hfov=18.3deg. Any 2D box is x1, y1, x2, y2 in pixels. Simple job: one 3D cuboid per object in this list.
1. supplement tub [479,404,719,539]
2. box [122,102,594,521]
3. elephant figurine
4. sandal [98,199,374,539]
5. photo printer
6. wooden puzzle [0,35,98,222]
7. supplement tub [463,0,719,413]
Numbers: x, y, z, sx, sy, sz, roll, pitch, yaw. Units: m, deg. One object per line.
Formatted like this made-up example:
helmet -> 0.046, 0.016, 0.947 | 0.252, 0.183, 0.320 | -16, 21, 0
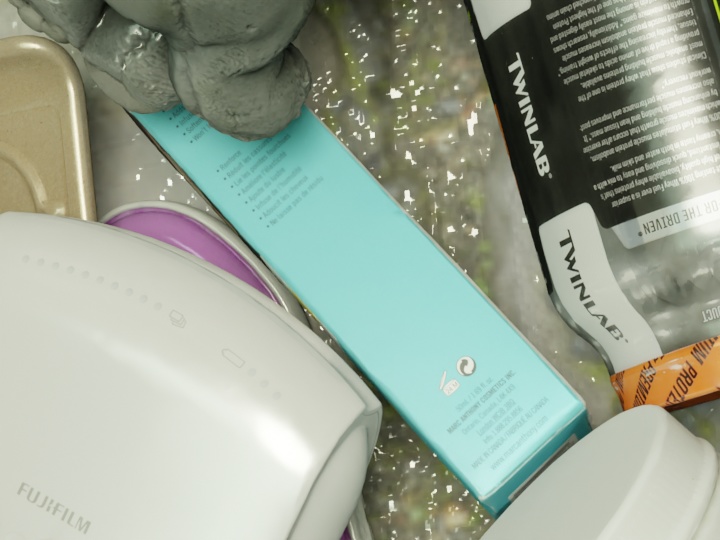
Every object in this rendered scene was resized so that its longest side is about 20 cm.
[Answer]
supplement tub -> 0.123, 0.154, 0.704 | 0.200, 0.132, 0.132 | 42, 102, -5
box -> 0.000, 0.000, 0.798 | 0.049, 0.082, 0.200 | -42, 72, -2
elephant figurine -> -0.028, -0.156, 0.736 | 0.155, 0.142, 0.200 | 21, 63, 40
sandal -> -0.047, 0.061, 0.839 | 0.082, 0.050, 0.203 | -32, 79, 16
photo printer -> -0.094, 0.089, 0.773 | 0.166, 0.069, 0.201 | 28, 96, 17
wooden puzzle -> -0.168, 0.022, 0.877 | 0.184, 0.046, 0.201 | -9, 90, 30
supplement tub -> 0.106, -0.058, 0.750 | 0.122, 0.122, 0.201 | -18, 81, 18
